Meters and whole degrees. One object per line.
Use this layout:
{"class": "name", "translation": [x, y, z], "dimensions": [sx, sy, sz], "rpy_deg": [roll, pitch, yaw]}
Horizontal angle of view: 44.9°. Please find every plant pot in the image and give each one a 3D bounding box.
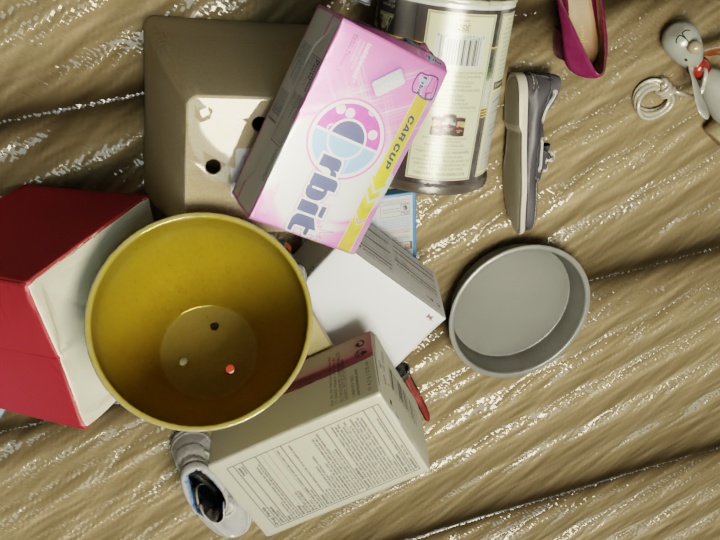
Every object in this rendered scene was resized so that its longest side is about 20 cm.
{"class": "plant pot", "translation": [-0.117, -0.137, 0.891], "dimensions": [0.199, 0.177, 0.200], "rpy_deg": [-1, 116, -15]}
{"class": "plant pot", "translation": [-0.150, 0.064, 0.835], "dimensions": [0.200, 0.200, 0.142], "rpy_deg": [-10, 163, -10]}

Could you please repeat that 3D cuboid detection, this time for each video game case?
{"class": "video game case", "translation": [0.000, 0.000, 1.088], "dimensions": [0.143, 0.018, 0.200], "rpy_deg": [-9, 119, -12]}

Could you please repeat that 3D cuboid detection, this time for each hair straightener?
{"class": "hair straightener", "translation": [0.041, 0.168, 1.125], "dimensions": [0.077, 0.041, 0.200], "rpy_deg": [-25, 154, -1]}

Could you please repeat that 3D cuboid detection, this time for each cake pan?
{"class": "cake pan", "translation": [0.207, 0.050, 1.161], "dimensions": [0.200, 0.037, 0.201], "rpy_deg": [-6, 118, -12]}

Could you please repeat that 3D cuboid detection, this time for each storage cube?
{"class": "storage cube", "translation": [-0.311, 0.031, 0.881], "dimensions": [0.179, 0.200, 0.171], "rpy_deg": [7, 124, 27]}

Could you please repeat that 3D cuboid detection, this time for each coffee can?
{"class": "coffee can", "translation": [0.079, -0.200, 0.932], "dimensions": [0.146, 0.146, 0.200], "rpy_deg": [0, 116, -16]}

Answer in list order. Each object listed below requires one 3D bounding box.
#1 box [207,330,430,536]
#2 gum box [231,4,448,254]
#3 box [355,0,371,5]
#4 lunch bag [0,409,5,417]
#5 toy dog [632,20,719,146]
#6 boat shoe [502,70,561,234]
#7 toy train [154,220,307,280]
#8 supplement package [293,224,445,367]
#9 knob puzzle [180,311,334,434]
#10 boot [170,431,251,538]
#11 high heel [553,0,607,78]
{"class": "box", "translation": [-0.044, 0.175, 0.935], "dimensions": [0.200, 0.109, 0.128], "rpy_deg": [-24, 122, 11]}
{"class": "gum box", "translation": [-0.019, -0.128, 0.783], "dimensions": [0.113, 0.066, 0.200], "rpy_deg": [18, 107, -31]}
{"class": "box", "translation": [-0.033, -0.368, 0.780], "dimensions": [0.124, 0.200, 0.197], "rpy_deg": [13, 113, -23]}
{"class": "lunch bag", "translation": [-0.469, 0.177, 0.931], "dimensions": [0.160, 0.200, 0.083], "rpy_deg": [-18, 122, 23]}
{"class": "toy dog", "translation": [0.446, -0.214, 1.057], "dimensions": [0.200, 0.096, 0.132], "rpy_deg": [14, 112, -22]}
{"class": "boat shoe", "translation": [0.210, -0.139, 1.045], "dimensions": [0.063, 0.073, 0.200], "rpy_deg": [-8, 114, -9]}
{"class": "toy train", "translation": [-0.158, -0.006, 0.954], "dimensions": [0.200, 0.085, 0.114], "rpy_deg": [2, 151, 31]}
{"class": "supplement package", "translation": [-0.027, 0.054, 1.028], "dimensions": [0.156, 0.111, 0.200], "rpy_deg": [36, 111, -19]}
{"class": "knob puzzle", "translation": [-0.104, 0.129, 0.983], "dimensions": [0.219, 0.030, 0.220], "rpy_deg": [-2, 122, -4]}
{"class": "boot", "translation": [-0.194, 0.305, 1.146], "dimensions": [0.073, 0.096, 0.200], "rpy_deg": [-24, 121, -2]}
{"class": "high heel", "translation": [0.244, -0.313, 0.948], "dimensions": [0.067, 0.096, 0.200], "rpy_deg": [-17, 120, -7]}
